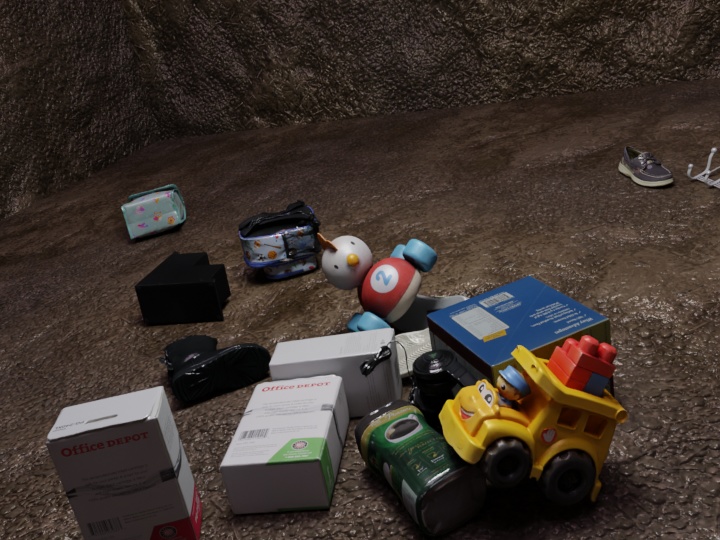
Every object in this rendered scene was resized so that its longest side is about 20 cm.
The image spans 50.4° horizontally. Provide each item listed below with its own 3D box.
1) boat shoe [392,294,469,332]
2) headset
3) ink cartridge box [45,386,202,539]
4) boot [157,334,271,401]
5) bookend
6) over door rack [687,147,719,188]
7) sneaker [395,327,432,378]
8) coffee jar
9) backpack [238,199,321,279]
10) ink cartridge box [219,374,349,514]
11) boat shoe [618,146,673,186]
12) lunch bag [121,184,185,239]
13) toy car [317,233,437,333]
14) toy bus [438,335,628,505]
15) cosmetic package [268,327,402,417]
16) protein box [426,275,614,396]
[{"bbox_3d":[0.138,0.082,1.399,0.197,0.073,0.063,-1,-9,45],"label":"boat shoe"},{"bbox_3d":[0.093,0.171,1.084,0.093,0.126,0.199,-29,50,-34],"label":"headset"},{"bbox_3d":[-0.302,0.268,1.000,0.141,0.205,0.084,-12,22,-1],"label":"ink cartridge box"},{"bbox_3d":[-0.271,0.163,1.408,0.194,0.075,0.162,-19,20,-13],"label":"boot"},{"bbox_3d":[-0.371,0.031,1.733,0.193,0.095,0.201,-4,23,15],"label":"bookend"},{"bbox_3d":[0.878,-0.242,1.757,0.195,0.068,0.148,-15,23,-7],"label":"over door rack"},{"bbox_3d":[0.117,0.136,1.281,0.197,0.084,0.077,-26,57,19],"label":"sneaker"},{"bbox_3d":[0.072,0.249,1.002,0.102,0.087,0.199,-22,25,-18],"label":"coffee jar"},{"bbox_3d":[-0.191,-0.071,1.802,0.185,0.159,0.200,-7,15,-10],"label":"backpack"},{"bbox_3d":[-0.100,0.245,1.102,0.142,0.086,0.201,-7,23,12],"label":"ink cartridge box"},{"bbox_3d":[0.699,-0.258,1.887,0.070,0.066,0.201,-12,23,-5],"label":"boat shoe"},{"bbox_3d":[-0.623,-0.183,2.329,0.166,0.125,0.200,-16,14,-4],"label":"lunch bag"},{"bbox_3d":[0.000,0.000,1.357,0.187,0.198,0.177,-56,8,-10],"label":"toy car"},{"bbox_3d":[0.218,0.158,0.924,0.195,0.196,0.136,18,16,-17],"label":"toy bus"},{"bbox_3d":[-0.037,0.168,1.216,0.194,0.116,0.081,-6,22,10],"label":"cosmetic package"},{"bbox_3d":[0.233,0.128,1.135,0.194,0.138,0.200,-19,23,-16],"label":"protein box"}]
